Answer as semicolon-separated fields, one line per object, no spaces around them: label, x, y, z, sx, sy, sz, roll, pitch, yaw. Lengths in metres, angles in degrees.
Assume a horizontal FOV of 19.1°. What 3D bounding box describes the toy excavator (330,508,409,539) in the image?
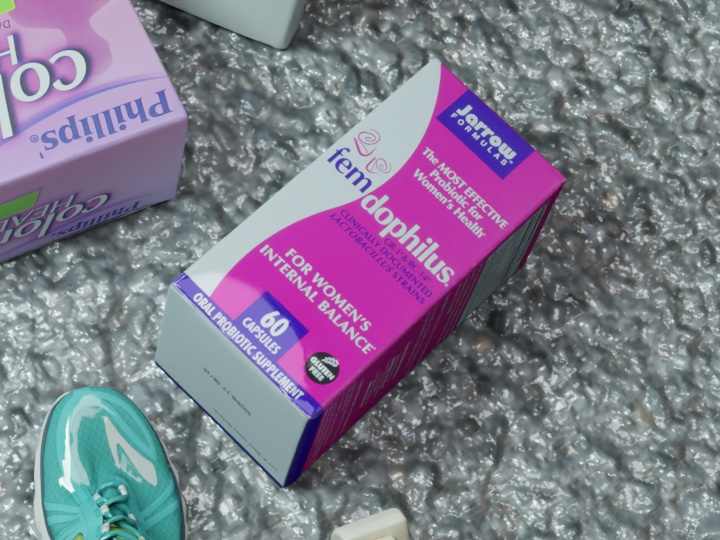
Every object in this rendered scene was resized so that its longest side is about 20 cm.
toy excavator;0.055;0.222;1.022;0.099;0.194;0.201;-17;97;-17

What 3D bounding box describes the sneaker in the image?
sneaker;-0.115;0.146;1.046;0.077;0.080;0.201;-6;66;-13

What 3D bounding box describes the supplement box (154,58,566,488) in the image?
supplement box;0.000;0.000;1.123;0.101;0.104;0.200;42;64;11

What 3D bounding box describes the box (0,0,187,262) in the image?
box;-0.214;-0.112;1.137;0.175;0.097;0.201;-21;72;-19

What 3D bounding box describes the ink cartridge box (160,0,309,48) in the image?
ink cartridge box;-0.065;-0.250;1.170;0.144;0.200;0.148;24;63;-1
